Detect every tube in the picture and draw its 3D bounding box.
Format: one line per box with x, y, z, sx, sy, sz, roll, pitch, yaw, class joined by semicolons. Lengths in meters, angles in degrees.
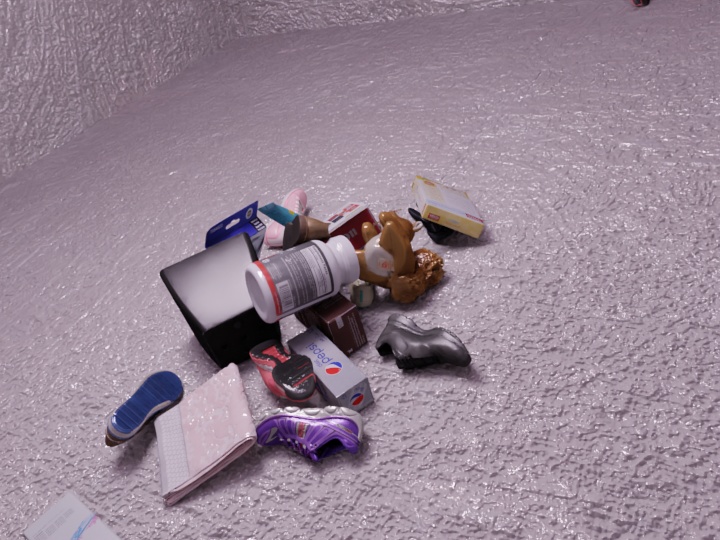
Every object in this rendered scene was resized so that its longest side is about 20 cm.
-0.149;-0.110;1.425;0.077;0.199;0.051;-18;54;47;tube

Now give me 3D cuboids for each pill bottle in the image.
-0.108;0.011;1.120;0.198;0.117;0.116;-22;34;-25;pill bottle

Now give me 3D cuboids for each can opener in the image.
0.168;-0.127;1.421;0.063;0.079;0.200;-27;26;-1;can opener

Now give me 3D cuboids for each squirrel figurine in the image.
0.083;-0.035;1.257;0.141;0.200;0.187;-39;8;28;squirrel figurine

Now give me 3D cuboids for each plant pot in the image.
-0.271;0.080;1.228;0.198;0.201;0.178;-25;48;-12;plant pot

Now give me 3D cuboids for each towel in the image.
-0.279;0.280;1.048;0.190;0.032;0.200;-36;37;0;towel

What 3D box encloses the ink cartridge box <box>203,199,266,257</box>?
-0.288;-0.037;1.349;0.040;0.202;0.200;27;35;14;ink cartridge box

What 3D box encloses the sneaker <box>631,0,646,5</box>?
1.089;-1.075;2.315;0.086;0.075;0.200;2;34;48;sneaker

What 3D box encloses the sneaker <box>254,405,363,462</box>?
-0.092;0.274;0.979;0.197;0.081;0.084;-9;53;21;sneaker

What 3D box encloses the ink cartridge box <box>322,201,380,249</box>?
-0.059;-0.066;1.342;0.199;0.084;0.175;-36;15;-9;ink cartridge box

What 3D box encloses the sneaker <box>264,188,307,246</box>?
-0.171;-0.139;1.569;0.103;0.076;0.201;3;47;34;sneaker

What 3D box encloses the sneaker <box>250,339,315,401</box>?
-0.129;0.196;1.070;0.073;0.088;0.199;-25;26;-24;sneaker

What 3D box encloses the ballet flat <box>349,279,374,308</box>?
0.000;0.000;1.315;0.068;0.070;0.201;-15;35;4;ballet flat

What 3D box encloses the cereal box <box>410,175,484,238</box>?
0.198;-0.152;1.377;0.142;0.040;0.201;19;26;-11;cereal box

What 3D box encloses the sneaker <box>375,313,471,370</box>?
0.111;0.147;1.076;0.198;0.076;0.091;12;53;45;sneaker

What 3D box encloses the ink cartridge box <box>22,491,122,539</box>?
-0.362;0.422;0.828;0.198;0.147;0.083;16;45;38;ink cartridge box

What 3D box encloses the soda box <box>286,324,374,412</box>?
-0.059;0.184;1.093;0.068;0.064;0.199;-30;37;-20;soda box

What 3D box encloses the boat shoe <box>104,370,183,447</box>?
-0.417;0.259;1.127;0.072;0.072;0.200;-47;-2;25;boat shoe

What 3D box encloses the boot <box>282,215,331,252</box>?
-0.116;-0.066;1.220;0.074;0.075;0.200;1;-7;-21;boot

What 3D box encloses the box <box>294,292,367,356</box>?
-0.075;0.083;1.205;0.074;0.101;0.200;-30;37;-18;box
